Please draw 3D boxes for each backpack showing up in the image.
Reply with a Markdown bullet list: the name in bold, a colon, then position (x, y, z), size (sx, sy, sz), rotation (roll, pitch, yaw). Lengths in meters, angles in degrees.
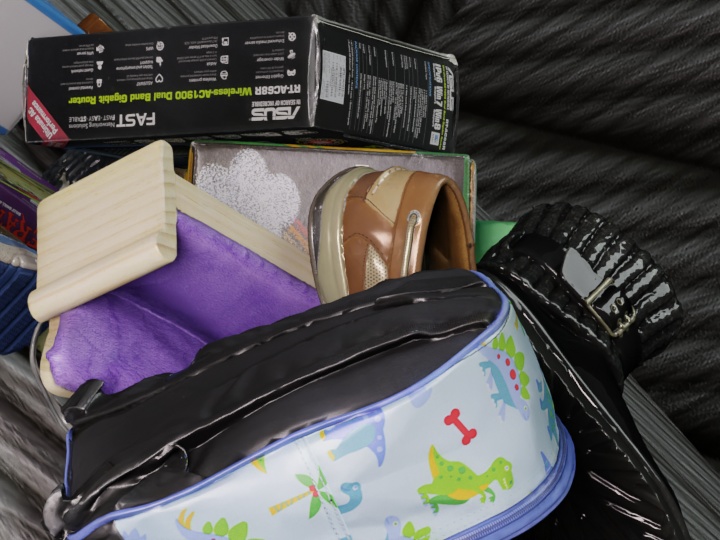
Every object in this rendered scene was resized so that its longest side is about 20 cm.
- **backpack**: position (-0.010, 0.092, 0.918), size (0.147, 0.200, 0.183), rotation (63, 2, -14)

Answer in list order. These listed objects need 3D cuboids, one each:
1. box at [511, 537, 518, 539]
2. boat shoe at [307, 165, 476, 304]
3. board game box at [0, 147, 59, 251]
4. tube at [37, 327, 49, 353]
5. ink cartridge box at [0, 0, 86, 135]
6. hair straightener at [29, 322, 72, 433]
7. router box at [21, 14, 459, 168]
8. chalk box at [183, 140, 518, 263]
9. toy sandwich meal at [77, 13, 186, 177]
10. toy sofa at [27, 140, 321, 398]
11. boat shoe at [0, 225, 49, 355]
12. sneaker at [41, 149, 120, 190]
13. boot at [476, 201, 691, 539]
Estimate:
- **box**: position (0.075, 0.167, 1.172), size (0.200, 0.097, 0.124), rotation (42, 28, -46)
- **boat shoe**: position (0.030, 0.048, 1.024), size (0.076, 0.074, 0.200), rotation (-22, 102, -52)
- **board game box**: position (-0.202, -0.051, 1.165), size (0.200, 0.032, 0.120), rotation (35, 8, 14)
- **tube**: position (-0.135, 0.038, 1.125), size (0.200, 0.052, 0.058), rotation (39, -36, -7)
- **ink cartridge box**: position (-0.280, -0.186, 1.313), size (0.200, 0.084, 0.145), rotation (41, 4, 36)
- **hair straightener**: position (-0.087, 0.096, 1.067), size (0.200, 0.041, 0.077), rotation (48, 7, -19)
- **router box**: position (-0.067, -0.096, 1.234), size (0.200, 0.062, 0.150), rotation (0, -3, 32)
- **chalk box**: position (0.000, 0.000, 1.222), size (0.200, 0.125, 0.124), rotation (4, -5, -6)
- **toy sandwich meal**: position (-0.132, -0.089, 1.505), size (0.205, 0.070, 0.205), rotation (34, -15, 11)
- **toy sofa**: position (-0.059, 0.029, 1.044), size (0.200, 0.083, 0.098), rotation (31, 45, -44)
- **boat shoe**: position (-0.207, -0.016, 0.986), size (0.072, 0.072, 0.200), rotation (43, -3, 24)
- **sneaker**: position (-0.143, -0.022, 1.344), size (0.086, 0.078, 0.200), rotation (51, 12, -30)
- **boot**: position (0.122, 0.067, 1.118), size (0.211, 0.079, 0.158), rotation (60, 31, 3)
